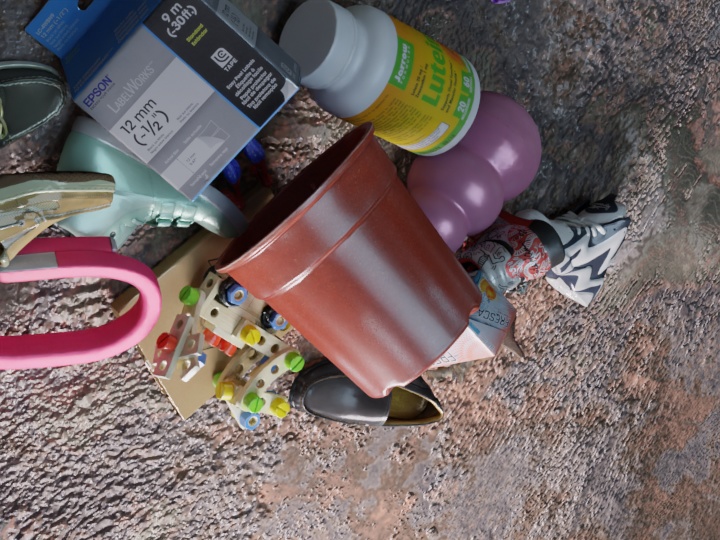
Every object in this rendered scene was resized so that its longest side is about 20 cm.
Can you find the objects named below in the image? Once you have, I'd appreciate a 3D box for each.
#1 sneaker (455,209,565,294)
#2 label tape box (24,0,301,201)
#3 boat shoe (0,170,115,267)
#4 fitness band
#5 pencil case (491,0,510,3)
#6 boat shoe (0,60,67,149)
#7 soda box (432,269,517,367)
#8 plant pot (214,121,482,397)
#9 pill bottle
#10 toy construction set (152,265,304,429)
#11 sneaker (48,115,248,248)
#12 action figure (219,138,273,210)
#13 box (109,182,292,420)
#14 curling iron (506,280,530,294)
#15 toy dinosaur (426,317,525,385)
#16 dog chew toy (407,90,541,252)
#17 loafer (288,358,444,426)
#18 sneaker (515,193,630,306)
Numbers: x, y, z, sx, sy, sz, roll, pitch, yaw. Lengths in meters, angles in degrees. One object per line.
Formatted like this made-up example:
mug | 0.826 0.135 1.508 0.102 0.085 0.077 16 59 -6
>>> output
sneaker | 0.129 -0.014 1.517 0.107 0.201 0.068 -27 104 -18
label tape box | -0.169 -0.178 1.180 0.200 0.066 0.143 40 109 -20
boat shoe | -0.298 -0.041 1.161 0.198 0.071 0.077 -8 94 -27
fitness band | -0.276 0.031 1.242 0.198 0.038 0.144 -3 140 -21
pencil case | 0.113 -0.367 1.398 0.083 0.085 0.202 -23 123 -32
boat shoe | -0.329 -0.121 1.158 0.200 0.060 0.073 -22 124 -31
soda box | 0.069 0.059 1.474 0.068 0.199 0.064 45 55 -21
plant pot | 0.000 0.000 1.320 0.201 0.201 0.195 -45 102 -14
pill bottle | 0.017 -0.194 1.380 0.199 0.111 0.112 19 97 -44
toy construction set | -0.132 0.076 1.375 0.132 0.092 0.200 -57 145 -2
sneaker | -0.203 -0.046 1.289 0.200 0.074 0.119 29 84 -34
action figure | -0.143 -0.152 1.308 0.065 0.099 0.201 -42 154 -20
box | -0.141 0.032 1.417 0.200 0.021 0.164 -40 131 -18
curling iron | 0.147 0.016 1.587 0.026 0.049 0.200 -62 162 19
toy dinosaur | 0.132 0.071 1.581 0.135 0.199 0.087 -16 90 -37
dog chew toy | 0.107 -0.095 1.479 0.201 0.124 0.125 -54 135 -25
loafer | 0.011 0.140 1.561 0.199 0.072 0.074 2 110 -40
sneaker | 0.258 -0.054 1.675 0.130 0.079 0.199 -55 134 -7
